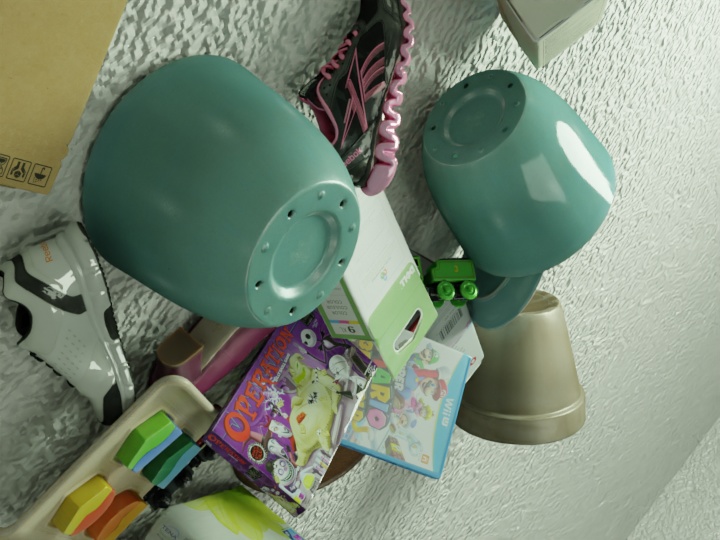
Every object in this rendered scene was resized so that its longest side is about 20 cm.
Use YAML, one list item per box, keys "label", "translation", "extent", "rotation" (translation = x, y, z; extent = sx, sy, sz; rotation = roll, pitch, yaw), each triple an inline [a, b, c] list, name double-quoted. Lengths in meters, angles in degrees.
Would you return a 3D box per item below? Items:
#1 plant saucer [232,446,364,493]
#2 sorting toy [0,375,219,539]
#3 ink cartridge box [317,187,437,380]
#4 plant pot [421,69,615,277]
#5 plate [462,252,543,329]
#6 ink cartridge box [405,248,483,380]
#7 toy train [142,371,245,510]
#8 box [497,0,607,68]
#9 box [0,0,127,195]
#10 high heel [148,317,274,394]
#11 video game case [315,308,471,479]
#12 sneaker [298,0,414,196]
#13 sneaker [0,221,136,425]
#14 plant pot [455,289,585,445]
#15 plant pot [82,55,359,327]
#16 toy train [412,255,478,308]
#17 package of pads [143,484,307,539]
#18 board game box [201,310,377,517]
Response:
- label: "plant saucer"
  translation: [-0.052, 0.197, 1.110]
  extent: [0.197, 0.035, 0.202]
  rotation: [-20, 138, -19]
- label: "sorting toy"
  translation: [-0.212, 0.187, 0.866]
  extent: [0.199, 0.037, 0.186]
  rotation: [-41, 163, -11]
- label: "ink cartridge box"
  translation: [0.000, 0.000, 0.969]
  extent: [0.104, 0.059, 0.202]
  rotation: [-51, 128, -38]
- label: "plant pot"
  translation: [0.158, -0.120, 1.056]
  extent: [0.202, 0.200, 0.161]
  rotation: [-54, 133, -7]
- label: "plate"
  translation: [0.168, -0.030, 1.167]
  extent: [0.025, 0.200, 0.203]
  rotation: [14, 107, -21]
- label: "ink cartridge box"
  translation: [0.067, 0.095, 1.199]
  extent: [0.146, 0.082, 0.201]
  rotation: [-49, 146, -16]
- label: "toy train"
  translation: [-0.151, 0.165, 0.997]
  extent: [0.200, 0.046, 0.034]
  rotation: [-43, -177, -20]
- label: "box"
  translation: [0.196, -0.276, 0.983]
  extent: [0.094, 0.078, 0.200]
  rotation: [-35, 177, 10]
- label: "box"
  translation: [-0.255, -0.144, 0.620]
  extent: [0.199, 0.021, 0.166]
  rotation: [13, 105, -56]
- label: "high heel"
  translation: [-0.127, 0.063, 0.944]
  extent: [0.199, 0.067, 0.097]
  rotation: [-30, 154, -34]
- label: "video game case"
  translation: [0.019, 0.129, 1.060]
  extent: [0.197, 0.018, 0.145]
  rotation: [22, 73, -16]
- label: "sneaker"
  translation: [-0.008, -0.174, 0.877]
  extent: [0.094, 0.079, 0.204]
  rotation: [6, 91, -17]
- label: "sneaker"
  translation: [-0.236, 0.053, 0.779]
  extent: [0.079, 0.074, 0.203]
  rotation: [-23, 132, -20]
- label: "plant pot"
  translation: [0.226, 0.126, 1.369]
  extent: [0.198, 0.198, 0.177]
  rotation: [-19, 116, -45]
- label: "plant pot"
  translation: [-0.096, -0.050, 0.781]
  extent: [0.200, 0.160, 0.203]
  rotation: [-34, 142, -33]
- label: "toy train"
  translation: [0.043, 0.012, 1.067]
  extent: [0.196, 0.057, 0.042]
  rotation: [0, 160, -24]
- label: "package of pads"
  translation: [-0.128, 0.304, 1.012]
  extent: [0.069, 0.153, 0.200]
  rotation: [-57, 163, 6]
- label: "board game box"
  translation: [-0.064, 0.130, 0.960]
  extent: [0.032, 0.119, 0.201]
  rotation: [-45, -169, 43]
